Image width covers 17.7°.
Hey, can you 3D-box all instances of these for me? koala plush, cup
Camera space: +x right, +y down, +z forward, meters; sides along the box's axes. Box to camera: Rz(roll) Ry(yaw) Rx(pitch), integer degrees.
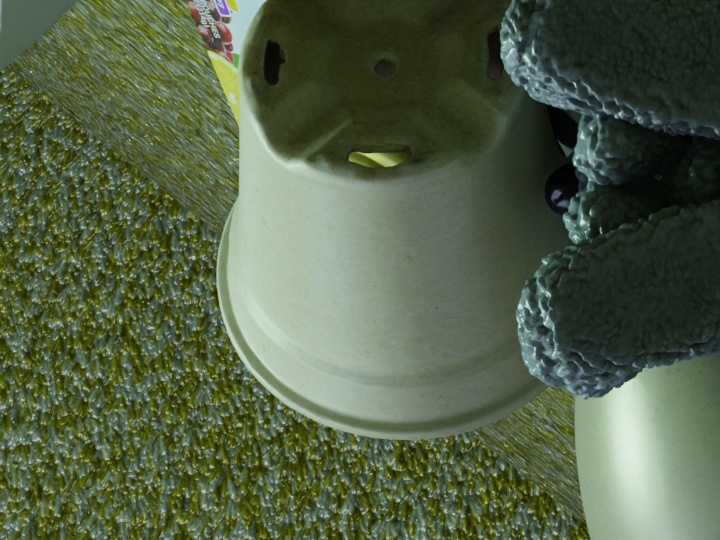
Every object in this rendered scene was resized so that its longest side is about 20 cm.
[{"bbox_3d":[0.152,-0.034,1.020,0.183,0.178,0.200,-3,176,1],"label":"koala plush"},{"bbox_3d":[0.204,0.064,1.343,0.144,0.200,0.200,68,167,-10],"label":"cup"}]

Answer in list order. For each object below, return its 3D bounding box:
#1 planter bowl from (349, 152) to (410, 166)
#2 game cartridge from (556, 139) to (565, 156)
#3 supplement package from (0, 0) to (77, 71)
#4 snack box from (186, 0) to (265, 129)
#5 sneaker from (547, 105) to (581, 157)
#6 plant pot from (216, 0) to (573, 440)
[{"bbox_3d":[0.000,0.000,1.284,0.200,0.083,0.201,28,142,24],"label":"planter bowl"},{"bbox_3d":[0.108,-0.104,1.356,0.200,0.038,0.130,46,176,-35],"label":"game cartridge"},{"bbox_3d":[-0.182,-0.234,1.325,0.117,0.200,0.117,40,156,6],"label":"supplement package"},{"bbox_3d":[-0.008,-0.121,1.304,0.168,0.068,0.201,10,133,43],"label":"snack box"},{"bbox_3d":[0.113,-0.104,1.212,0.099,0.071,0.200,49,180,26],"label":"sneaker"},{"bbox_3d":[0.017,-0.050,1.102,0.200,0.200,0.184,38,160,25],"label":"plant pot"}]
